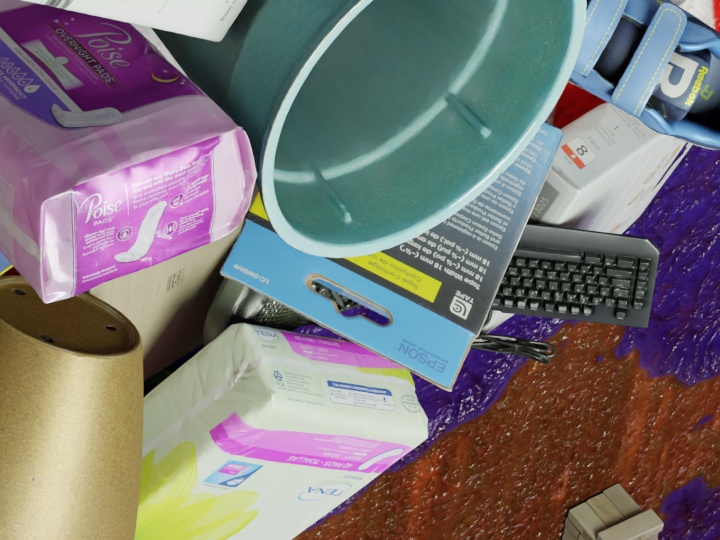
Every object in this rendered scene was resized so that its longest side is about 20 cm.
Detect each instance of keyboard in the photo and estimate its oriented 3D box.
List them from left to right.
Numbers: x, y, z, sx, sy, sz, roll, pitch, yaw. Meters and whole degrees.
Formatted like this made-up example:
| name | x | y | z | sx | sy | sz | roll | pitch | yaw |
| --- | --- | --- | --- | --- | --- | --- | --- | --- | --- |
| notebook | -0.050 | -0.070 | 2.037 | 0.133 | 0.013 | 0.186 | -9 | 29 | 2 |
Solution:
| name | x | y | z | sx | sy | sz | roll | pitch | yaw |
| --- | --- | --- | --- | --- | --- | --- | --- | --- | --- |
| keyboard | 0.083 | 0.016 | 1.868 | 0.199 | 0.021 | 0.127 | 7 | 137 | 3 |

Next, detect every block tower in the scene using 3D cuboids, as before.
| name | x | y | z | sx | sy | sz | roll | pitch | yaw |
| --- | --- | --- | --- | --- | --- | --- | --- | --- | --- |
| block tower | 0.186 | 0.252 | 2.333 | 0.054 | 0.058 | 0.200 | -23 | 145 | -27 |

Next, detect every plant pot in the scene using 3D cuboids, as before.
| name | x | y | z | sx | sy | sz | roll | pitch | yaw |
| --- | --- | --- | --- | --- | --- | --- | --- | --- | --- |
| plant pot | -0.195 | 0.111 | 1.616 | 0.186 | 0.186 | 0.201 | -1 | 119 | -46 |
| plant pot | -0.022 | -0.146 | 1.513 | 0.200 | 0.196 | 0.201 | -29 | 147 | -21 |

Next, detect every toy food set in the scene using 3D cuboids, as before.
| name | x | y | z | sx | sy | sz | roll | pitch | yaw |
| --- | --- | --- | --- | --- | --- | --- | --- | --- | --- |
| toy food set | -0.126 | -0.012 | 1.704 | 0.143 | 0.060 | 0.200 | -32 | 149 | -36 |

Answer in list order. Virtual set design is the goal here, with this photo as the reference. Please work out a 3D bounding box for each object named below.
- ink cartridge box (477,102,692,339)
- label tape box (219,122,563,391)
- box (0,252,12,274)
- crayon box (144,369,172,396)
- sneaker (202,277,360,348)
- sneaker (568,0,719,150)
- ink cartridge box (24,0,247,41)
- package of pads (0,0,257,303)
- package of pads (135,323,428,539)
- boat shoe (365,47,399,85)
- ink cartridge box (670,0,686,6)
| name | x | y | z | sx | sy | sz | roll | pitch | yaw |
| --- | --- | --- | --- | --- | --- | --- | --- | --- | --- |
| ink cartridge box | 0.149 | -0.056 | 1.930 | 0.200 | 0.050 | 0.162 | -37 | 166 | -43 |
| label tape box | 0.012 | -0.024 | 1.658 | 0.200 | 0.144 | 0.063 | -64 | -178 | -36 |
| box | -0.226 | -0.020 | 1.491 | 0.200 | 0.064 | 0.070 | -41 | 140 | -51 |
| crayon box | -0.162 | 0.153 | 1.852 | 0.200 | 0.051 | 0.127 | -50 | 146 | 11 |
| sneaker | 0.000 | 0.000 | 1.744 | 0.199 | 0.114 | 0.076 | -42 | 157 | -30 |
| sneaker | 0.144 | -0.123 | 1.599 | 0.200 | 0.082 | 0.074 | 23 | 101 | -27 |
| ink cartridge box | -0.149 | -0.191 | 1.375 | 0.200 | 0.145 | 0.084 | 8 | 124 | -50 |
| package of pads | -0.153 | -0.077 | 1.455 | 0.120 | 0.200 | 0.076 | -22 | 135 | -28 |
| package of pads | -0.074 | 0.112 | 1.747 | 0.200 | 0.068 | 0.154 | -38 | 150 | 29 |
| boat shoe | 0.016 | -0.106 | 1.625 | 0.201 | 0.070 | 0.072 | -61 | -176 | -35 |
| ink cartridge box | 0.160 | -0.232 | 1.662 | 0.200 | 0.087 | 0.146 | -33 | 119 | -9 |
